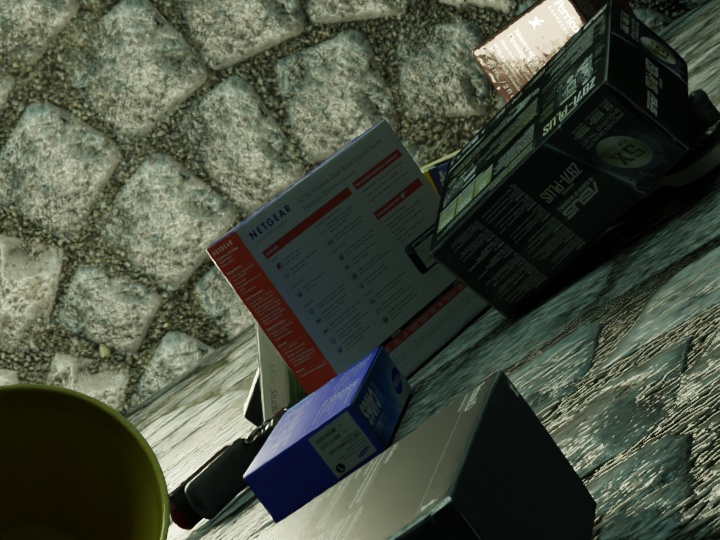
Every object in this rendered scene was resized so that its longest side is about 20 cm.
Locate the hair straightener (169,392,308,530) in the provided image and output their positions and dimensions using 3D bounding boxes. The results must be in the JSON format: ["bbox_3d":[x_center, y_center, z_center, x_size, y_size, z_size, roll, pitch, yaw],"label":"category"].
[{"bbox_3d":[-0.071,0.143,1.804,0.200,0.041,0.077,-33,1,-38],"label":"hair straightener"}]

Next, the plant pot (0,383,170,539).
[{"bbox_3d":[-0.236,0.202,1.559,0.200,0.200,0.142,-37,-21,-25],"label":"plant pot"}]

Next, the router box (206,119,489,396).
[{"bbox_3d":[0.000,0.000,1.791,0.200,0.180,0.049,-38,5,-39],"label":"router box"}]

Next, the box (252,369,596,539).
[{"bbox_3d":[0.012,0.126,0.856,0.141,0.079,0.200,-38,3,14],"label":"box"}]

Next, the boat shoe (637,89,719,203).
[{"bbox_3d":[0.230,-0.091,1.764,0.074,0.060,0.200,-37,4,-26],"label":"boat shoe"}]

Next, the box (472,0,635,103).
[{"bbox_3d":[0.318,-0.351,3.453,0.200,0.166,0.164,-34,3,34],"label":"box"}]

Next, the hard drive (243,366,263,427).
[{"bbox_3d":[-0.039,0.045,2.066,0.140,0.033,0.200,-39,-21,-45],"label":"hard drive"}]

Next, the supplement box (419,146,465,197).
[{"bbox_3d":[0.105,-0.056,1.983,0.109,0.110,0.200,-26,2,-9],"label":"supplement box"}]

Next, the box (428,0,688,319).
[{"bbox_3d":[0.155,-0.087,1.687,0.200,0.086,0.164,-45,14,26],"label":"box"}]

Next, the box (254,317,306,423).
[{"bbox_3d":[-0.023,0.035,1.947,0.036,0.145,0.200,15,34,28],"label":"box"}]

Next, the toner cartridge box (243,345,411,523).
[{"bbox_3d":[-0.020,0.115,1.577,0.095,0.043,0.200,-34,4,11],"label":"toner cartridge box"}]
